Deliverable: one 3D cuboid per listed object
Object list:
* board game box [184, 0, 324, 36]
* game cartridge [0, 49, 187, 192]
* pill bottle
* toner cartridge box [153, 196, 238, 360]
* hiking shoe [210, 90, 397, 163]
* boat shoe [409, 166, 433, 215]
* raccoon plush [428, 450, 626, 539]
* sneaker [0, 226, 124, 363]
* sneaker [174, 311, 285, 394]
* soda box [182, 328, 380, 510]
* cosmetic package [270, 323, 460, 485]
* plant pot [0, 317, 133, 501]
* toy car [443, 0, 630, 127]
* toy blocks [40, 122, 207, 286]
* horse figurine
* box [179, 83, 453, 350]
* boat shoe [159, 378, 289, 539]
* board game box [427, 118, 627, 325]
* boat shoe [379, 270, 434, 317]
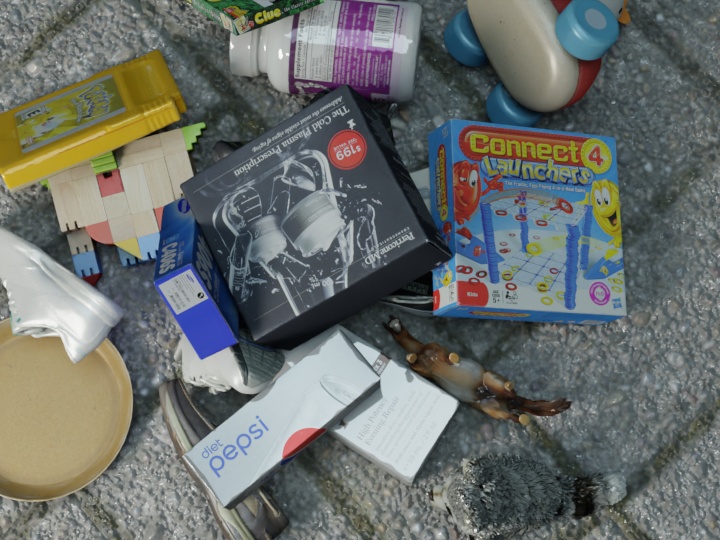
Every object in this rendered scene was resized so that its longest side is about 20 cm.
[{"bbox_3d":[-0.131,-0.304,1.572,0.105,0.023,0.200,-27,36,-18],"label":"board game box"},{"bbox_3d":[-0.289,-0.164,1.553,0.200,0.176,0.032,-25,119,-4],"label":"game cartridge"},{"bbox_3d":[-0.037,-0.243,1.584,0.200,0.112,0.112,6,77,3],"label":"pill bottle"},{"bbox_3d":[-0.160,0.001,1.453,0.043,0.200,0.095,-25,113,6],"label":"toner cartridge box"},{"bbox_3d":[-0.059,-0.143,1.568,0.200,0.076,0.101,1,100,-8],"label":"hiking shoe"},{"bbox_3d":[0.068,-0.070,1.559,0.200,0.069,0.072,-15,86,-19],"label":"boat shoe"},{"bbox_3d":[0.168,0.211,1.460,0.200,0.134,0.097,-19,76,-3],"label":"raccoon plush"},{"bbox_3d":[-0.345,0.024,1.534,0.200,0.075,0.089,32,83,26],"label":"sneaker"},{"bbox_3d":[-0.137,0.092,1.486,0.074,0.200,0.087,30,93,-22],"label":"sneaker"},{"bbox_3d":[-0.075,0.148,1.446,0.200,0.063,0.068,-38,80,-7],"label":"soda box"},{"bbox_3d":[-0.006,0.127,1.517,0.200,0.074,0.102,31,80,7],"label":"cosmetic package"},{"bbox_3d":[-0.337,0.143,1.545,0.200,0.027,0.200,0,78,1],"label":"plant pot"},{"bbox_3d":[0.229,-0.271,1.579,0.200,0.184,0.177,-22,76,-33],"label":"toy car"},{"bbox_3d":[-0.244,-0.065,1.567,0.200,0.100,0.137,-15,89,-1],"label":"toy blocks"},{"bbox_3d":[0.112,0.110,1.503,0.200,0.133,0.050,27,86,-4],"label":"horse figurine"},{"bbox_3d":[-0.043,-0.049,1.451,0.200,0.104,0.182,-31,75,11],"label":"box"},{"bbox_3d":[-0.140,0.196,1.512,0.073,0.074,0.200,-28,86,-15],"label":"boat shoe"},{"bbox_3d":[0.173,-0.048,1.524,0.200,0.056,0.196,4,76,-22],"label":"board game box"},{"bbox_3d":[-0.001,0.003,1.547,0.199,0.068,0.074,19,78,6],"label":"boat shoe"}]
